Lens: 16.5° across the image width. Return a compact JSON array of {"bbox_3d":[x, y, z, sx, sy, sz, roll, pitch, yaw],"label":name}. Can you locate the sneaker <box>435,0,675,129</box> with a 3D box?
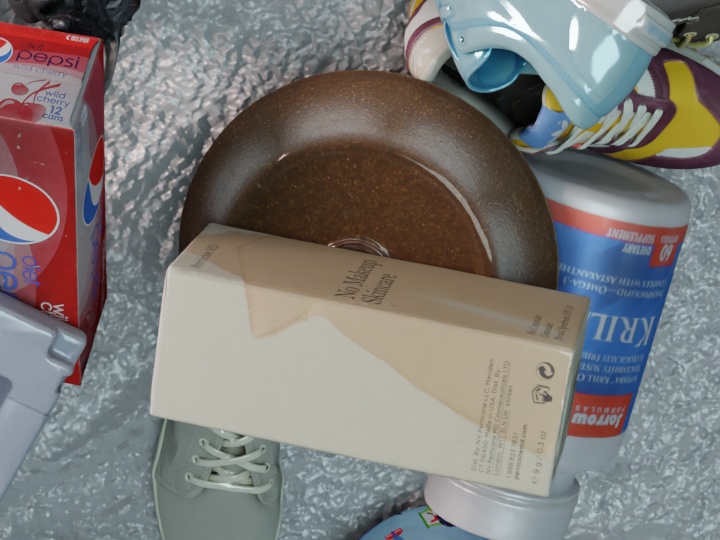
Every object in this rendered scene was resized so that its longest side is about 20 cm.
[{"bbox_3d":[0.058,-0.136,1.220,0.082,0.200,0.074,-56,141,4],"label":"sneaker"}]

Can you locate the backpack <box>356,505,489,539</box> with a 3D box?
[{"bbox_3d":[0.057,0.241,1.378,0.182,0.135,0.200,-40,106,4],"label":"backpack"}]

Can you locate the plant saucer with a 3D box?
[{"bbox_3d":[0.000,0.000,1.261,0.199,0.037,0.202,3,107,10],"label":"plant saucer"}]

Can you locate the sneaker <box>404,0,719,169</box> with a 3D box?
[{"bbox_3d":[0.114,-0.086,1.296,0.199,0.090,0.075,18,126,-10],"label":"sneaker"}]

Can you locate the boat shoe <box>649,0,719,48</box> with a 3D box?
[{"bbox_3d":[0.184,-0.149,1.290,0.199,0.072,0.060,-21,118,-25],"label":"boat shoe"}]

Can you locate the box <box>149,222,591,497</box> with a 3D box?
[{"bbox_3d":[0.006,0.042,1.205,0.199,0.095,0.078,11,107,6],"label":"box"}]

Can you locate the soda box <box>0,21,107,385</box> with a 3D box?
[{"bbox_3d":[-0.165,-0.031,1.236,0.070,0.064,0.201,10,141,2],"label":"soda box"}]

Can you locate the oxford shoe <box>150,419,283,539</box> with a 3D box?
[{"bbox_3d":[-0.074,0.093,1.349,0.075,0.058,0.201,2,108,-12],"label":"oxford shoe"}]

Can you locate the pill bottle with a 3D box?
[{"bbox_3d":[0.099,0.041,1.331,0.112,0.112,0.201,11,106,-12],"label":"pill bottle"}]

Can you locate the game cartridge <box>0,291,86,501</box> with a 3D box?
[{"bbox_3d":[-0.241,0.089,1.243,0.133,0.042,0.201,28,102,-13],"label":"game cartridge"}]

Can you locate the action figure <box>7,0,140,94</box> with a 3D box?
[{"bbox_3d":[-0.146,-0.187,1.218,0.102,0.119,0.201,-25,104,9],"label":"action figure"}]
